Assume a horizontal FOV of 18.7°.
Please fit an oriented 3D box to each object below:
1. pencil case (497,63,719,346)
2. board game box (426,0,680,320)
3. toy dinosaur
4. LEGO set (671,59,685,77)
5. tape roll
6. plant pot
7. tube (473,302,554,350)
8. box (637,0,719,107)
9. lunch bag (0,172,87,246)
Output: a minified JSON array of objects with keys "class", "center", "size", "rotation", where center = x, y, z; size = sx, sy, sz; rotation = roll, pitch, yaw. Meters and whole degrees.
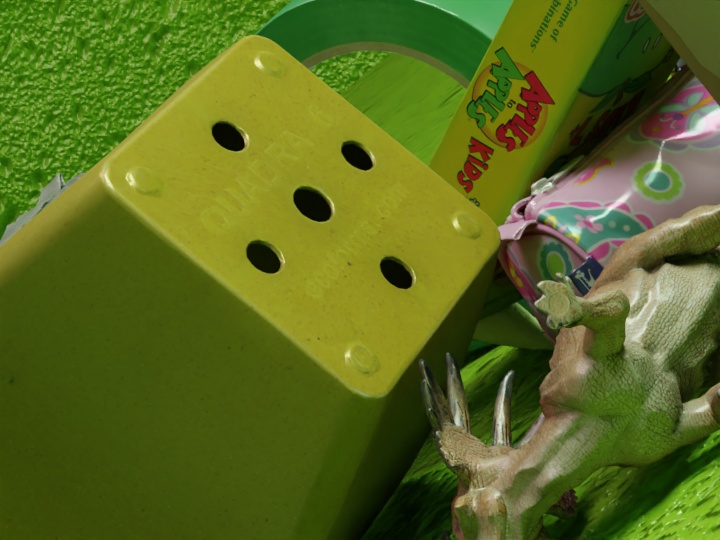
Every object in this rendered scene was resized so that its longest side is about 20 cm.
[{"class":"pencil case","center":[0.145,-0.046,0.946],"size":[0.200,0.088,0.087],"rotation":[-42,9,-22]},{"class":"board game box","center":[0.086,-0.071,0.964],"size":[0.101,0.048,0.201],"rotation":[-24,-33,-53]},{"class":"toy dinosaur","center":[0.095,0.030,0.792],"size":[0.200,0.086,0.135],"rotation":[-38,0,-31]},{"class":"LEGO set","center":[0.134,-0.079,1.214],"size":[0.152,0.117,0.200],"rotation":[-10,4,-17]},{"class":"tape roll","center":[0.023,-0.055,1.114],"size":[0.200,0.201,0.048],"rotation":[-33,9,35]},{"class":"plant pot","center":[-0.057,0.029,0.889],"size":[0.177,0.200,0.200],"rotation":[-52,-2,40]},{"class":"tube","center":[0.000,0.000,1.037],"size":[0.052,0.198,0.058],"rotation":[116,171,-49]},{"class":"box","center":[0.164,-0.113,0.818],"size":[0.095,0.200,0.078],"rotation":[-40,8,-12]},{"class":"lunch bag","center":[-0.158,0.046,1.368],"size":[0.117,0.200,0.164],"rotation":[-34,10,24]}]
